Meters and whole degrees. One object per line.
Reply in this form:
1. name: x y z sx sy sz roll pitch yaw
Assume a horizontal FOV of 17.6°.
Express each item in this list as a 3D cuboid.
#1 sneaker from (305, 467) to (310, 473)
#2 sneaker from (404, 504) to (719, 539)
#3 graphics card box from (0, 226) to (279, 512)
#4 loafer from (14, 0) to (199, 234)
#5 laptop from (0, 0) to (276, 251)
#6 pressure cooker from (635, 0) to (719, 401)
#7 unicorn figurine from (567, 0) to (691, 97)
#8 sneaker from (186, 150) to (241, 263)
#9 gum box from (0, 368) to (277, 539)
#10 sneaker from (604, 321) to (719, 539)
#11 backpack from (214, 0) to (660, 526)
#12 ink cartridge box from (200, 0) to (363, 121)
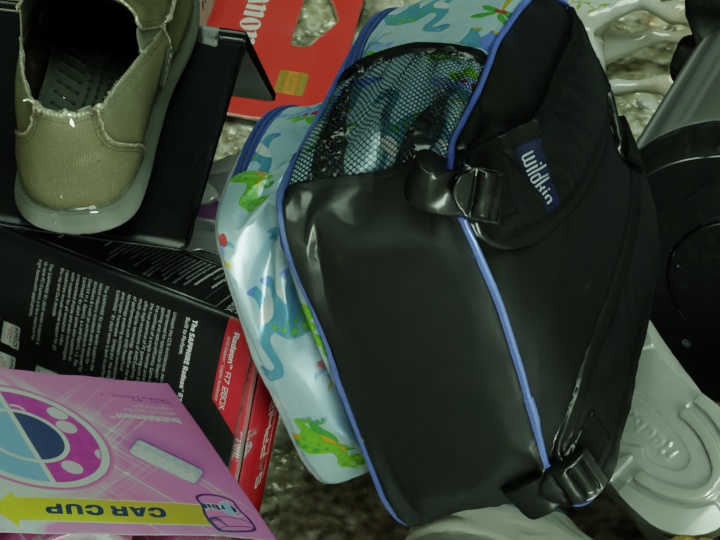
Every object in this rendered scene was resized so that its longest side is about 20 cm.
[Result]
1. sneaker: 0.000 0.000 1.089 0.077 0.078 0.200 26 65 -23
2. sneaker: 0.105 0.154 0.949 0.200 0.075 0.088 10 50 21
3. graphics card box: -0.131 0.040 1.044 0.200 0.126 0.051 19 25 17
4. loafer: -0.110 -0.107 1.013 0.075 0.070 0.200 1 49 -1
5. laptop: -0.149 -0.063 1.091 0.187 0.200 0.116 8 83 5
6. pressure cooker: 0.221 -0.047 1.124 0.179 0.176 0.200 14 43 22
7. unicorn figurine: 0.114 -0.106 1.266 0.137 0.074 0.200 8 28 19
8. sneaker: -0.047 -0.001 1.139 0.200 0.078 0.140 -15 47 -6
9. gum box: -0.139 0.095 0.915 0.200 0.066 0.114 7 27 -35
10. sneaker: 0.119 0.066 1.039 0.076 0.081 0.200 -35 46 4
11. backpack: 0.035 -0.016 0.967 0.147 0.183 0.200 -6 34 26
12. ink cartridge box: -0.088 -0.166 1.329 0.176 0.045 0.200 7 43 6
